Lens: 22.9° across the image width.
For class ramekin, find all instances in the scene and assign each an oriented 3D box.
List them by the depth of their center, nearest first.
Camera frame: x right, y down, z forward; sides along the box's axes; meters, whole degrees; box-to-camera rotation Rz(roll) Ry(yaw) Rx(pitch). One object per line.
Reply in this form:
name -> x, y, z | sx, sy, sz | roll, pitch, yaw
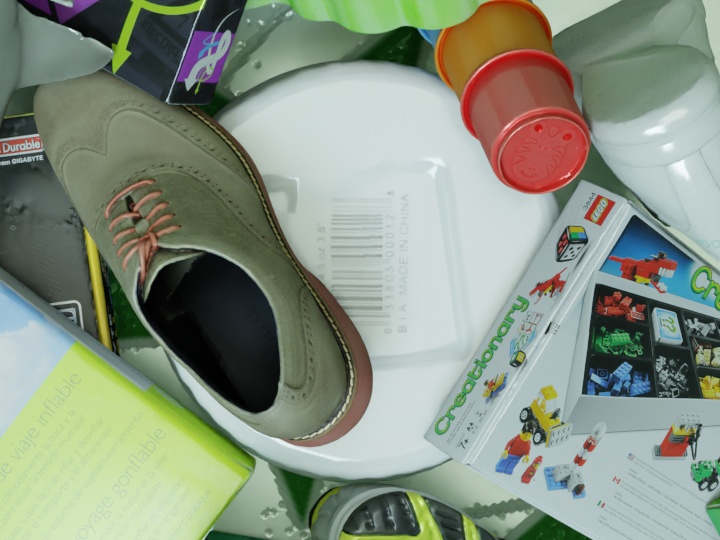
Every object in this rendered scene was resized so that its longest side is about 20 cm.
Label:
ramekin -> 0.000, 0.000, 0.799 | 0.200, 0.098, 0.201 | 0, 90, -1

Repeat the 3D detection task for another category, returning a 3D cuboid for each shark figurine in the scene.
shark figurine -> -0.137, -0.092, 0.678 | 0.089, 0.215, 0.128 | 11, 64, -11

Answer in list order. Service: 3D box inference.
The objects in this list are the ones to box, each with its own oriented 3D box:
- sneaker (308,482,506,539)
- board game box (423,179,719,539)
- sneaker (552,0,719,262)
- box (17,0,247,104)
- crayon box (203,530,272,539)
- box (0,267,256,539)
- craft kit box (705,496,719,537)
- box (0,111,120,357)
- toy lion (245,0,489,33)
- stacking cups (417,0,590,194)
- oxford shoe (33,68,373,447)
sneaker -> 0.061, 0.151, 0.810 | 0.200, 0.076, 0.075 | 41, 83, -24
board game box -> 0.132, 0.062, 0.778 | 0.200, 0.035, 0.126 | 33, 89, -38
sneaker -> 0.129, -0.062, 0.765 | 0.075, 0.200, 0.089 | -26, 110, 15
box -> -0.090, -0.186, 0.716 | 0.143, 0.036, 0.200 | 29, 106, 23
crayon box -> -0.053, 0.184, 0.747 | 0.058, 0.200, 0.119 | 9, 90, 0
box -> -0.160, 0.073, 0.774 | 0.200, 0.048, 0.122 | 37, 89, 0
craft kit box -> 0.283, 0.145, 0.801 | 0.197, 0.049, 0.200 | -28, 90, -23
box -> -0.215, 0.017, 0.821 | 0.200, 0.049, 0.160 | -7, 92, -1
toy lion -> -0.010, -0.166, 0.763 | 0.200, 0.069, 0.192 | -22, 50, 0
stacking cups -> 0.050, -0.101, 0.756 | 0.060, 0.200, 0.061 | -6, 132, -7
oxford shoe -> -0.072, -0.017, 0.707 | 0.070, 0.075, 0.200 | -46, 71, 9
